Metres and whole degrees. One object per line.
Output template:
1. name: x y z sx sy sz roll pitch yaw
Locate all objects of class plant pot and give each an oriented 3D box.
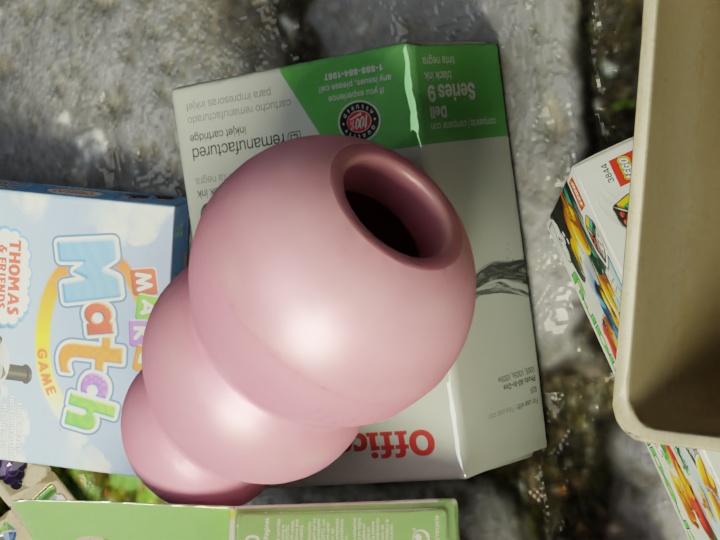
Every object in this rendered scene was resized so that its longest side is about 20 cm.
1. plant pot: 0.225 -0.033 0.658 0.198 0.176 0.202 5 91 36

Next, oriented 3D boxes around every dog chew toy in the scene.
1. dog chew toy: -0.038 0.035 0.803 0.125 0.124 0.200 54 127 16

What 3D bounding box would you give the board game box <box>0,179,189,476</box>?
1. board game box: -0.195 0.027 1.016 0.198 0.037 0.153 5 100 9

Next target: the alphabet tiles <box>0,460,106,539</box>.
1. alphabet tiles: -0.240 0.194 1.060 0.200 0.008 0.167 -41 79 1

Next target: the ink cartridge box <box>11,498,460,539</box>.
1. ink cartridge box: -0.051 0.154 0.851 0.198 0.146 0.048 -2 58 3

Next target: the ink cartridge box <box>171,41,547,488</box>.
1. ink cartridge box: 0.000 0.000 0.892 0.145 0.084 0.202 -7 92 34

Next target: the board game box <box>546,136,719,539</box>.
1. board game box: 0.138 0.052 0.784 0.034 0.126 0.202 -23 81 -2
